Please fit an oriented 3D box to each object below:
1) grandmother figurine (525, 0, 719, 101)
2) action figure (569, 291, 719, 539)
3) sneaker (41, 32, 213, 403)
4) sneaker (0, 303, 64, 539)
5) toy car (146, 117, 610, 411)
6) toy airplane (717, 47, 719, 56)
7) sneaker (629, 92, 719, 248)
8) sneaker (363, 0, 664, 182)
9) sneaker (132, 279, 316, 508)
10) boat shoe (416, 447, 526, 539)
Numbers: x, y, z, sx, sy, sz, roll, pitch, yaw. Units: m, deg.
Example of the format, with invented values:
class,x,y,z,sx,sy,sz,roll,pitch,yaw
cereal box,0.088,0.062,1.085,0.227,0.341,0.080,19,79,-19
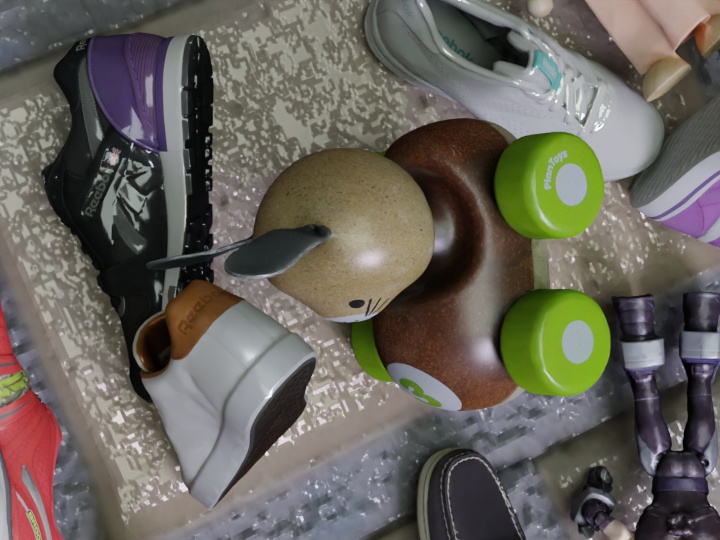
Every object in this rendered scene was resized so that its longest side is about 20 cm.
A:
class,x,y,z,sx,sy,sz,roll,pitch,yaw
grandmother figurine,0.138,-0.202,0.848,0.121,0.061,0.200,-39,82,-1
action figure,0.192,0.114,0.875,0.130,0.069,0.201,0,81,2
sneaker,-0.129,-0.029,0.801,0.087,0.076,0.201,2,94,7
sneaker,-0.202,0.072,0.775,0.085,0.077,0.201,8,69,-57
toy car,0.000,0.000,0.751,0.200,0.164,0.158,-3,91,-35
toy airplane,0.301,-0.174,0.893,0.199,0.141,0.200,36,91,23
sneaker,0.255,-0.063,0.837,0.114,0.200,0.073,29,66,-10
sneaker,0.100,-0.109,0.846,0.200,0.088,0.075,24,83,-15
sneaker,-0.076,0.059,0.757,0.085,0.200,0.073,40,62,8
boat shoe,0.089,0.197,0.841,0.072,0.065,0.201,-8,79,-33
